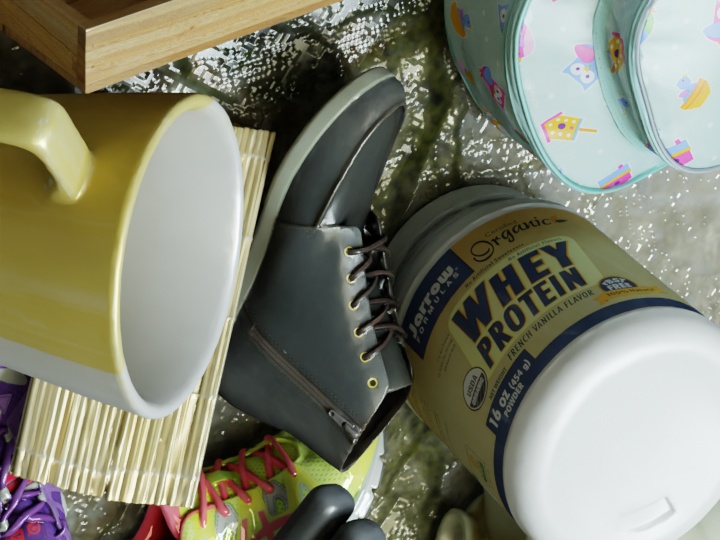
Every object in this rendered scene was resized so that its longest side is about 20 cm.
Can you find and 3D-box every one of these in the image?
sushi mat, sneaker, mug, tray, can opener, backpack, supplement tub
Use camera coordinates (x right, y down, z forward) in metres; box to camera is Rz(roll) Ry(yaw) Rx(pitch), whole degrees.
[{"bbox_3d":[-0.109,0.016,1.143,0.095,0.012,0.201,14,86,-18],"label":"sushi mat"},{"bbox_3d":[0.000,0.000,1.180,0.075,0.106,0.201,-21,140,-61],"label":"sneaker"},{"bbox_3d":[-0.152,-0.033,1.053,0.150,0.152,0.187,-58,152,-50],"label":"mug"},{"bbox_3d":[-0.074,-0.144,1.045,0.199,0.099,0.037,-25,136,-34],"label":"tray"},{"bbox_3d":[-0.050,0.200,1.231,0.200,0.053,0.067,-53,154,18],"label":"can opener"},{"bbox_3d":[-0.180,0.105,1.164,0.080,0.083,0.201,-25,123,-15],"label":"sneaker"},{"bbox_3d":[0.151,-0.135,1.176,0.199,0.154,0.176,-29,131,-4],"label":"backpack"},{"bbox_3d":[-0.070,0.133,1.242,0.200,0.078,0.090,-46,125,1],"label":"sneaker"},{"bbox_3d":[0.101,0.049,1.211,0.144,0.200,0.145,-12,120,-22],"label":"supplement tub"}]

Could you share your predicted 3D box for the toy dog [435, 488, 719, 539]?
[{"bbox_3d":[0.157,0.161,1.360,0.199,0.139,0.195,12,73,-31],"label":"toy dog"}]
